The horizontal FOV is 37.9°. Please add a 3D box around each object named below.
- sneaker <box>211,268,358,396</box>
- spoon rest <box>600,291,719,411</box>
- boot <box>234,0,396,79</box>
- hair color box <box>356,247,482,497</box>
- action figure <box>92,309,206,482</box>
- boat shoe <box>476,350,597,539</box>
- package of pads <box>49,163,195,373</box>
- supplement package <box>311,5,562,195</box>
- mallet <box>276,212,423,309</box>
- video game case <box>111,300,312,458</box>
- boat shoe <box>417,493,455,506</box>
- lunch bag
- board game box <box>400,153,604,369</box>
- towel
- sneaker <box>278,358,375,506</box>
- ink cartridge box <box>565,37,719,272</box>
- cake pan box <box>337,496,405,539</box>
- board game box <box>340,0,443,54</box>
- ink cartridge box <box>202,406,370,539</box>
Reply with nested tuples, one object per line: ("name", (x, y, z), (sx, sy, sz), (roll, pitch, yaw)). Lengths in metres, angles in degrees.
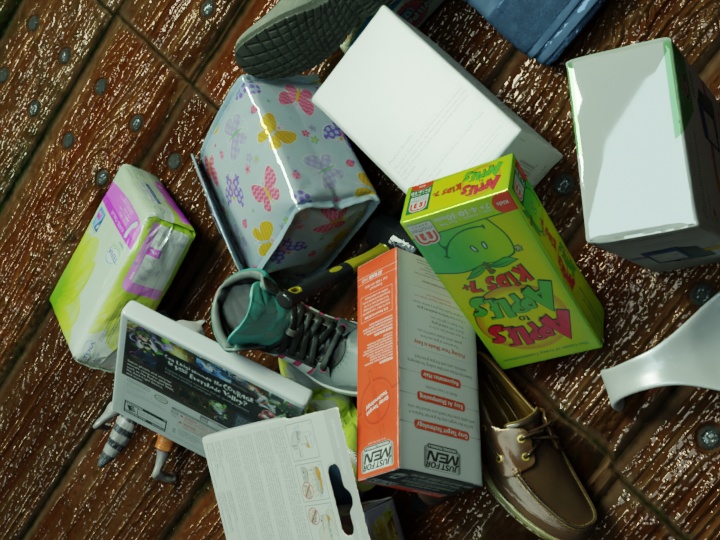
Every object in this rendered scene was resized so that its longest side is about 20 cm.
("sneaker", (-0.064, 0.056, 0.984), (0.199, 0.121, 0.084), (22, 90, 30))
("spoon rest", (0.294, 0.071, 0.886), (0.199, 0.061, 0.100), (-26, 72, 27))
("boot", (-0.045, -0.281, 1.040), (0.199, 0.068, 0.131), (-31, 48, 10))
("hair color box", (0.051, 0.092, 0.937), (0.061, 0.101, 0.201), (-28, 53, 44))
("action figure", (-0.210, 0.144, 1.160), (0.200, 0.104, 0.194), (38, 114, 32))
("boat shoe", (0.143, 0.158, 0.951), (0.200, 0.072, 0.068), (52, 138, 27))
("package of pads", (-0.275, -0.002, 1.205), (0.201, 0.068, 0.155), (-59, 36, 13))
("supplement package", (0.073, -0.138, 1.009), (0.117, 0.117, 0.200), (-50, 63, 16))
("mallet", (0.000, 0.000, 1.002), (0.066, 0.200, 0.041), (25, 124, 21))
("video game case", (-0.155, 0.131, 1.059), (0.199, 0.023, 0.182), (26, 140, 5))
("boat shoe", (0.042, 0.132, 1.025), (0.070, 0.070, 0.201), (-54, 51, 43))
("lunch bag", (-0.094, -0.077, 1.093), (0.200, 0.127, 0.170), (-49, 58, 49))
("board game box", (0.129, -0.001, 0.920), (0.101, 0.200, 0.048), (-17, 38, 28))
("towel", (0.136, -0.293, 0.982), (0.200, 0.049, 0.112), (40, 110, -7))
("sneaker", (-0.042, 0.156, 1.071), (0.200, 0.075, 0.105), (59, 139, 43))
("ink cartridge box", (0.244, -0.085, 0.854), (0.087, 0.200, 0.146), (-10, 79, 26))
("cake pan box", (-0.025, 0.326, 1.022), (0.199, 0.052, 0.185), (-19, 83, 41))
("board game box", (0.000, -0.333, 1.107), (0.148, 0.064, 0.200), (-45, 66, 20))
("ink cartridge box", (-0.056, 0.213, 0.965), (0.199, 0.050, 0.162), (-20, 82, 42))
